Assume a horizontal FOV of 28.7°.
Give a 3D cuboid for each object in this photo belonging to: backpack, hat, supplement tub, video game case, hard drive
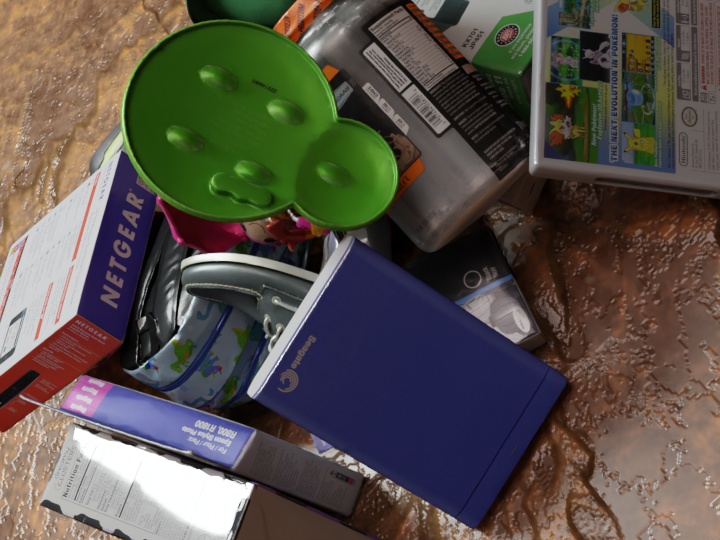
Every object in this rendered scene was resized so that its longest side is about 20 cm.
[{"bbox_3d":[-0.123,0.018,1.183,0.163,0.154,0.200,-24,26,42],"label":"backpack"},{"bbox_3d":[-0.044,-0.240,1.264,0.176,0.200,0.166,39,109,18],"label":"hat"},{"bbox_3d":[0.028,-0.123,1.052,0.122,0.123,0.200,-43,84,10],"label":"supplement tub"},{"bbox_3d":[0.216,-0.150,1.033,0.182,0.022,0.201,7,68,-5],"label":"video game case"},{"bbox_3d":[0.037,0.082,1.011,0.132,0.200,0.025,-58,20,-2],"label":"hard drive"}]

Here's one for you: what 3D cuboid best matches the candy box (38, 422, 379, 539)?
[{"bbox_3d":[-0.115,0.192,1.078,0.200,0.168,0.072,10,74,38],"label":"candy box"}]

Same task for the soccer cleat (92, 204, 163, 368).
[{"bbox_3d":[-0.234,0.015,1.326,0.200,0.070,0.086,-50,24,10],"label":"soccer cleat"}]

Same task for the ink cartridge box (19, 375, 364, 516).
[{"bbox_3d":[-0.129,0.129,1.098,0.196,0.200,0.043,12,75,38],"label":"ink cartridge box"}]

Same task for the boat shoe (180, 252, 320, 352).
[{"bbox_3d":[-0.048,0.034,1.055,0.199,0.073,0.062,12,76,13],"label":"boat shoe"}]

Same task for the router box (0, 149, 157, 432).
[{"bbox_3d":[-0.261,0.018,1.233,0.179,0.049,0.200,-34,34,34],"label":"router box"}]

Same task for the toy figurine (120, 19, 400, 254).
[{"bbox_3d":[-0.079,-0.065,1.044,0.200,0.184,0.150,25,70,0],"label":"toy figurine"}]

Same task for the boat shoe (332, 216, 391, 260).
[{"bbox_3d":[-0.030,-0.071,1.121,0.068,0.074,0.200,-24,63,10],"label":"boat shoe"}]

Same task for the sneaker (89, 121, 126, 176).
[{"bbox_3d":[-0.179,-0.134,1.355,0.083,0.072,0.200,42,103,33],"label":"sneaker"}]

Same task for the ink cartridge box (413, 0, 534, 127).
[{"bbox_3d":[0.097,-0.204,1.147,0.200,0.083,0.147,21,66,37],"label":"ink cartridge box"}]

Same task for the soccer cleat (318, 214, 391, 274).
[{"bbox_3d":[0.000,0.000,1.166,0.073,0.068,0.200,15,76,19],"label":"soccer cleat"}]

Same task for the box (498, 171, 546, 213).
[{"bbox_3d":[0.059,-0.101,1.159,0.200,0.039,0.042,24,94,32],"label":"box"}]

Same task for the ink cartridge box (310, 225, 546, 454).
[{"bbox_3d":[0.033,0.054,1.085,0.200,0.039,0.100,-28,69,8],"label":"ink cartridge box"}]
